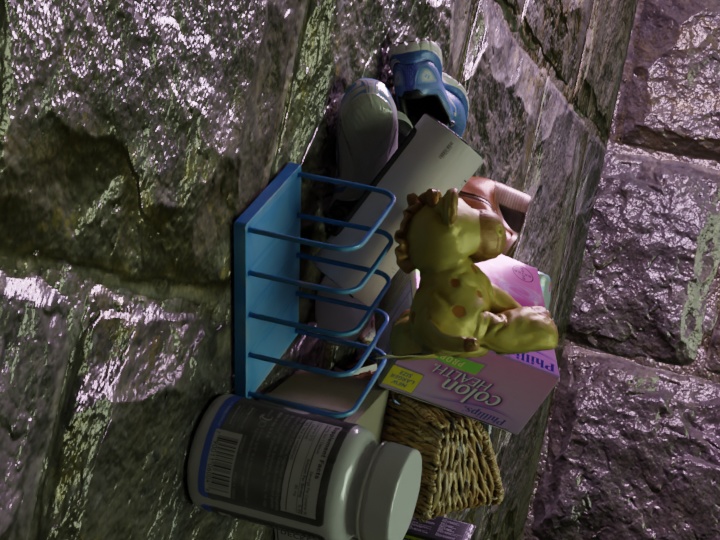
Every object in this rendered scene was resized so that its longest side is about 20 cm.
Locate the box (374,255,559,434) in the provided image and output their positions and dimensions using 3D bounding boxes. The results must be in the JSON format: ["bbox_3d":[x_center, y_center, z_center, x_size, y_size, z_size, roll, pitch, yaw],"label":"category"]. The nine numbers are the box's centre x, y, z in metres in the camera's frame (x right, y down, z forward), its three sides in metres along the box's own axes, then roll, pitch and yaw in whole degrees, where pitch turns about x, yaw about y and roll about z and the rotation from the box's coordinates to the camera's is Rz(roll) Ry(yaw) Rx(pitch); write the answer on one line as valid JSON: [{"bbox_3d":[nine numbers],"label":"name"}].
[{"bbox_3d":[0.114,0.060,1.662,0.097,0.176,0.200,-58,-160,33],"label":"box"}]

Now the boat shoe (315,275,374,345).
[{"bbox_3d":[0.000,0.000,1.673,0.068,0.072,0.200,68,30,-61],"label":"boat shoe"}]

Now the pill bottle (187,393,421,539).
[{"bbox_3d":[-0.051,0.191,1.386,0.114,0.200,0.114,12,90,-74],"label":"pill bottle"}]

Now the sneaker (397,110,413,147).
[{"bbox_3d":[0.067,-0.085,1.709,0.200,0.066,0.091,67,-6,-30],"label":"sneaker"}]

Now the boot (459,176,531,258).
[{"bbox_3d":[0.126,-0.056,1.893,0.077,0.155,0.200,99,9,-48],"label":"boot"}]

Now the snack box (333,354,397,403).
[{"bbox_3d":[0.040,0.135,1.836,0.200,0.024,0.072,-13,117,-46],"label":"snack box"}]

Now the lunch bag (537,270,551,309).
[{"bbox_3d":[0.153,0.030,1.975,0.160,0.200,0.077,49,49,-80],"label":"lunch bag"}]

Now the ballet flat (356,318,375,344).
[{"bbox_3d":[0.050,0.063,1.850,0.200,0.071,0.069,11,66,-69],"label":"ballet flat"}]

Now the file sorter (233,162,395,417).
[{"bbox_3d":[-0.041,0.022,1.440,0.139,0.122,0.200,-55,152,-55],"label":"file sorter"}]

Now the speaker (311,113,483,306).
[{"bbox_3d":[0.038,-0.061,1.544,0.200,0.081,0.081,-52,164,4],"label":"speaker"}]

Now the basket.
[{"bbox_3d":[0.057,0.188,1.700,0.149,0.200,0.143,-3,103,-48],"label":"basket"}]

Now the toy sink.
[{"bbox_3d":[-0.052,0.191,1.548,0.200,0.112,0.131,-36,136,-74],"label":"toy sink"}]

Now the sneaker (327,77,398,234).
[{"bbox_3d":[0.005,-0.114,1.601,0.073,0.072,0.200,-81,179,-59],"label":"sneaker"}]

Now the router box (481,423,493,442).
[{"bbox_3d":[0.105,0.170,2.001,0.200,0.149,0.051,85,22,-45],"label":"router box"}]

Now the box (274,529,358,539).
[{"bbox_3d":[-0.035,0.344,1.714,0.060,0.116,0.200,-56,155,-45],"label":"box"}]

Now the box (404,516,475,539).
[{"bbox_3d":[0.035,0.361,1.810,0.044,0.200,0.160,-53,150,-56],"label":"box"}]

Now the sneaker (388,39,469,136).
[{"bbox_3d":[0.078,-0.192,1.755,0.200,0.078,0.089,44,44,-62],"label":"sneaker"}]

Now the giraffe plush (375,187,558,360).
[{"bbox_3d":[0.089,0.003,1.450,0.200,0.172,0.163,2,82,-48],"label":"giraffe plush"}]
